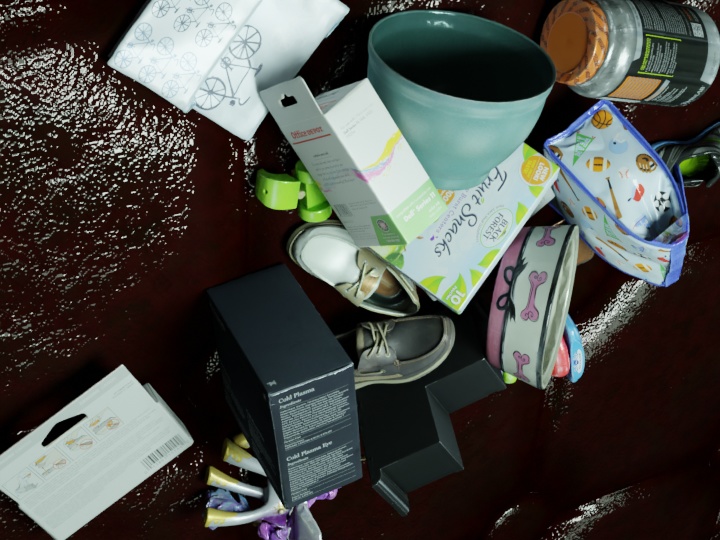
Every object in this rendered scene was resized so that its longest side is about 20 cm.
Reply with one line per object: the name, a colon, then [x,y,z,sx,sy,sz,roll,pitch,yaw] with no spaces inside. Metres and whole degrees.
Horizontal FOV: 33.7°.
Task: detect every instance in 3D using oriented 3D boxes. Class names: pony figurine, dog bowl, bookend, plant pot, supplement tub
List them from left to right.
pony figurine: [-0.101,0.294,1.534,0.198,0.167,0.195,10,110,-21]
bookend: [0.099,0.164,1.479,0.199,0.200,0.092,-27,136,13]
plant pot: [0.094,-0.172,1.266,0.198,0.201,0.135,-10,132,-27]
dog bowl: [0.206,0.037,1.428,0.200,0.073,0.203,11,90,-75]
supplement tub: [0.315,-0.260,1.395,0.198,0.123,0.124,1,122,-34]

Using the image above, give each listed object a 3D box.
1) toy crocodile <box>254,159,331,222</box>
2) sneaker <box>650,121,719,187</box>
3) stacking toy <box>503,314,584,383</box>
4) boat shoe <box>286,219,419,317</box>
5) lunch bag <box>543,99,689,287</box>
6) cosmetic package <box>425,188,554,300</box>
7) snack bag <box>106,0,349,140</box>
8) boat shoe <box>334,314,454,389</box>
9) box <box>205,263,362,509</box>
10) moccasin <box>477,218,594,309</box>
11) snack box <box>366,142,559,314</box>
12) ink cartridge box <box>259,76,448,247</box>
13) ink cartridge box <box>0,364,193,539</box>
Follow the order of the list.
toy crocodile: [-0.024,-0.111,1.333,0.198,0.062,0.068,-23,132,-24]
sneaker: [0.471,-0.149,1.609,0.198,0.083,0.071,-18,131,-22]
stacking toy: [0.197,0.115,1.627,0.198,0.110,0.117,-18,134,-7]
boat shoe: [0.000,0.000,1.419,0.199,0.068,0.075,23,108,-42]
lunch bag: [0.323,-0.082,1.446,0.123,0.201,0.170,-36,159,-2]
cosmetic package: [0.129,-0.071,1.448,0.200,0.071,0.102,-41,136,-1]
snack bag: [-0.127,-0.236,1.192,0.199,0.021,0.189,30,102,-44]
boat shoe: [0.020,0.100,1.448,0.198,0.075,0.073,-22,151,25]
box: [-0.087,0.130,1.366,0.103,0.200,0.184,-20,132,-17]
moccasin: [0.217,-0.014,1.551,0.200,0.074,0.078,-25,119,-11]
snack box: [0.114,-0.072,1.362,0.201,0.142,0.053,-55,172,-3]
ink cartridge box: [-0.008,-0.124,1.228,0.067,0.117,0.201,-40,107,-21]
ink cartridge box: [-0.317,0.203,1.378,0.199,0.045,0.177,-36,135,-6]
